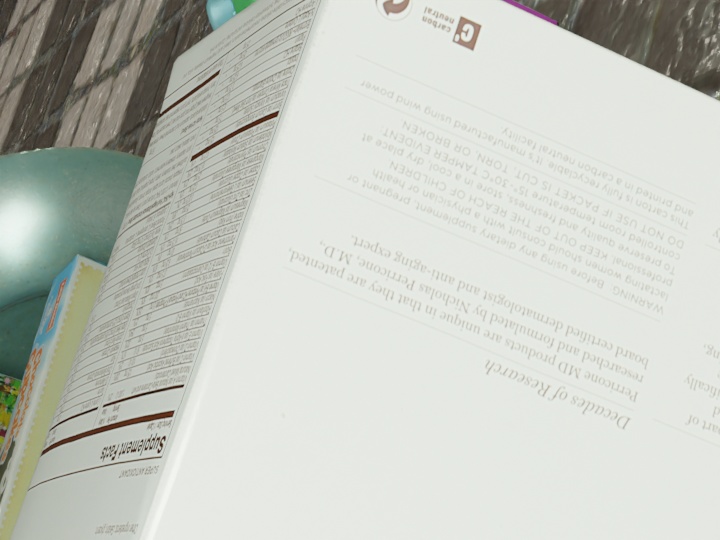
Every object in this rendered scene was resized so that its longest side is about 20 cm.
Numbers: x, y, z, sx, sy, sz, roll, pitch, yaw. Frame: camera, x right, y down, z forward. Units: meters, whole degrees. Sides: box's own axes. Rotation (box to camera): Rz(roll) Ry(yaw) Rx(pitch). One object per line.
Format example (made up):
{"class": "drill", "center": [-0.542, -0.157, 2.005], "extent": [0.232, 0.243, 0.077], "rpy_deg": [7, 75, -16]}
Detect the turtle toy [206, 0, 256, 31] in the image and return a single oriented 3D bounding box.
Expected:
{"class": "turtle toy", "center": [-0.006, -0.163, 1.231], "extent": [0.146, 0.101, 0.201], "rpy_deg": [-34, 37, 63]}

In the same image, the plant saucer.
{"class": "plant saucer", "center": [-0.135, 0.040, 1.226], "extent": [0.202, 0.200, 0.039], "rpy_deg": [-60, 29, 26]}

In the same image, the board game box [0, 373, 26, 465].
{"class": "board game box", "center": [-0.161, 0.121, 1.155], "extent": [0.064, 0.199, 0.148], "rpy_deg": [-34, 42, 57]}

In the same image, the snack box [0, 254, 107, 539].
{"class": "snack box", "center": [-0.094, 0.105, 1.135], "extent": [0.037, 0.116, 0.201], "rpy_deg": [-39, 32, 59]}

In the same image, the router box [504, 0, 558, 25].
{"class": "router box", "center": [0.000, 0.000, 1.077], "extent": [0.200, 0.051, 0.150], "rpy_deg": [-46, 25, 55]}

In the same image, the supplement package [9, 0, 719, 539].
{"class": "supplement package", "center": [0.028, 0.065, 0.636], "extent": [0.201, 0.190, 0.147], "rpy_deg": [-71, 15, -13]}
